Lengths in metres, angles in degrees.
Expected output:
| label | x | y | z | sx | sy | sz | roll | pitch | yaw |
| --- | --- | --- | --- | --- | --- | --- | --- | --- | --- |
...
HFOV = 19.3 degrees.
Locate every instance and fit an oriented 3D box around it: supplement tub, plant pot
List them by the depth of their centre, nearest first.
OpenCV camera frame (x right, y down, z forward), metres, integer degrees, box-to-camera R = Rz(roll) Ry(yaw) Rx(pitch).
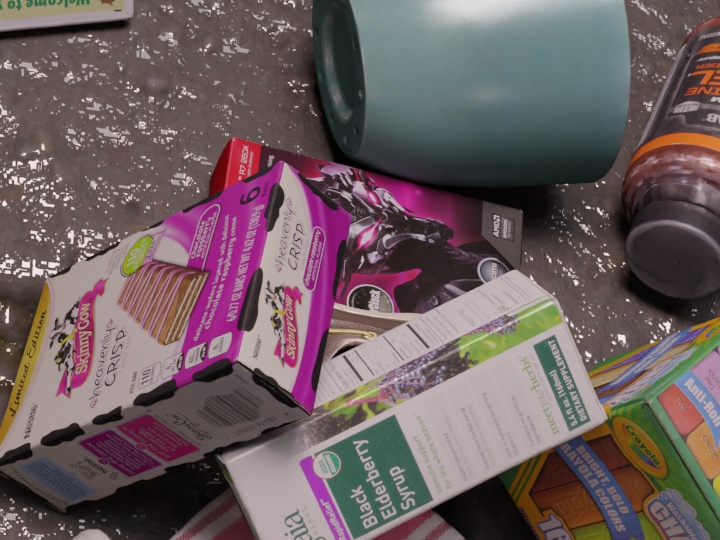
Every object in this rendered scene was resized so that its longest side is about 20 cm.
| label | x | y | z | sx | sy | sz | roll | pitch | yaw |
| --- | --- | --- | --- | --- | --- | --- | --- | --- | --- |
| plant pot | 0.060 | -0.143 | 1.357 | 0.161 | 0.201 | 0.201 | -10 | 60 | -14 |
| supplement tub | 0.239 | -0.074 | 1.423 | 0.107 | 0.107 | 0.200 | 27 | 52 | -1 |

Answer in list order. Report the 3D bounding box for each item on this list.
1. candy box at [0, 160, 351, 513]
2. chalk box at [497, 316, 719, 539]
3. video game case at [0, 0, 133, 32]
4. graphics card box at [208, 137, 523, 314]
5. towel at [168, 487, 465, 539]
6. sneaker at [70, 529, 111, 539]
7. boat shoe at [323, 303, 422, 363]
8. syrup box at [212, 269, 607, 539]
| label | x | y | z | sx | sy | sz | roll | pitch | yaw |
| --- | --- | --- | --- | --- | --- | --- | --- | --- | --- |
| candy box | -0.105 | 0.039 | 1.159 | 0.061 | 0.200 | 0.137 | 38 | 45 | -31 |
| chalk box | 0.194 | 0.106 | 1.205 | 0.124 | 0.200 | 0.125 | -34 | 93 | -34 |
| video game case | -0.239 | -0.238 | 1.328 | 0.200 | 0.182 | 0.022 | -9 | 24 | -26 |
| graphics card box | 0.000 | 0.000 | 1.319 | 0.200 | 0.051 | 0.126 | 15 | 53 | -11 |
| towel | 0.005 | 0.183 | 1.207 | 0.200 | 0.030 | 0.146 | 44 | 53 | 12 |
| sneaker | -0.123 | 0.236 | 1.107 | 0.088 | 0.075 | 0.200 | -29 | 64 | -20 |
| boat shoe | -0.018 | 0.058 | 1.240 | 0.199 | 0.072 | 0.060 | 5 | 21 | -8 |
| syrup box | 0.022 | 0.083 | 1.158 | 0.200 | 0.081 | 0.079 | -26 | 107 | -6 |
